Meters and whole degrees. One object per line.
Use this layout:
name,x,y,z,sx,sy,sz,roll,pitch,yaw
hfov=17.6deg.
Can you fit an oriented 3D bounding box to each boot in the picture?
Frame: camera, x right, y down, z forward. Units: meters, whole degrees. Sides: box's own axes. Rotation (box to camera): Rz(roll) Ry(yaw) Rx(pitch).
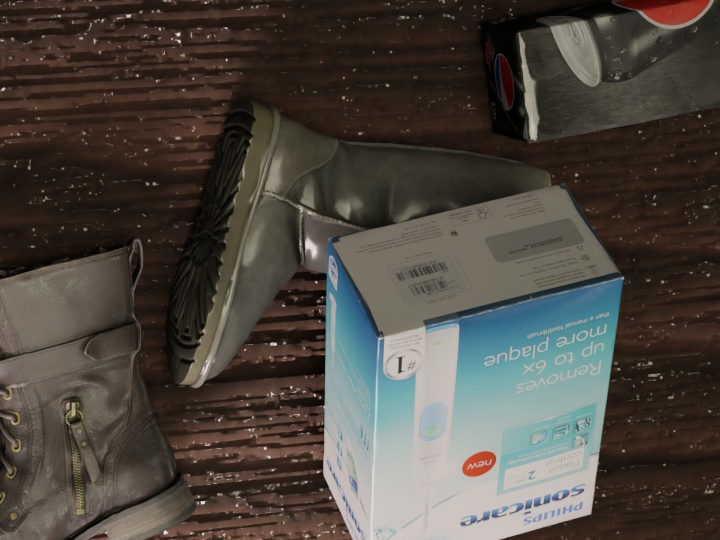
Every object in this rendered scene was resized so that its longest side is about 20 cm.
boot,0.001,0.002,1.353,0.199,0.073,0.183,17,98,-27
boot,-0.195,0.083,1.308,0.199,0.069,0.175,-21,101,-17

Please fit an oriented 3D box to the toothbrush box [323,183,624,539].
toothbrush box,0.059,0.064,1.324,0.145,0.086,0.201,-13,137,-16

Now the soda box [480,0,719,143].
soda box,0.175,-0.128,1.378,0.198,0.063,0.071,-12,105,-16
